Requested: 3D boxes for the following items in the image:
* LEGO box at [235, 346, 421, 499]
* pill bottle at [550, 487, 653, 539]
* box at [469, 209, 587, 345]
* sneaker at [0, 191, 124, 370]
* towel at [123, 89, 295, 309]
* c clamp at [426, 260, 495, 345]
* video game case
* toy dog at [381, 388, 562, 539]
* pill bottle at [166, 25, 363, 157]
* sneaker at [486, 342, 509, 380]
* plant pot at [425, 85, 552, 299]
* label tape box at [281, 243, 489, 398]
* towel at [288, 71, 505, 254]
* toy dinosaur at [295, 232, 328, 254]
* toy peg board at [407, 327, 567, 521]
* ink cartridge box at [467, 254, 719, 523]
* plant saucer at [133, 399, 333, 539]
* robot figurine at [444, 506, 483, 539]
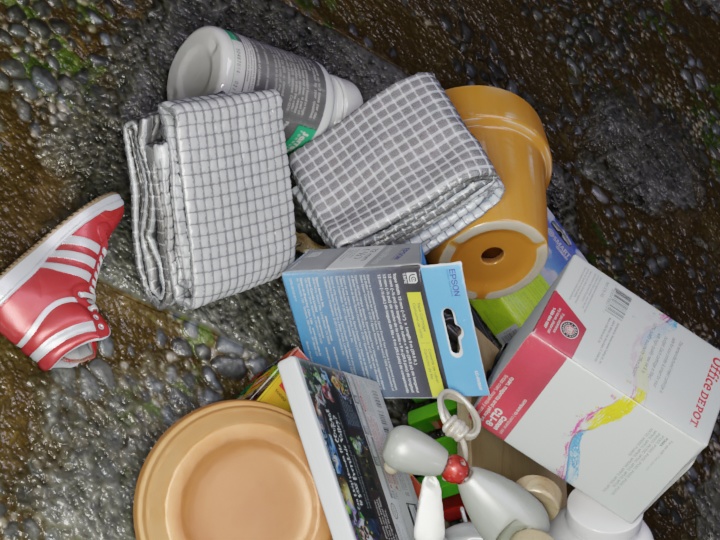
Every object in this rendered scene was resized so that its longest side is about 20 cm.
[{"bbox_3d":[-0.049,0.200,1.618,0.200,0.077,0.149,49,39,-7],"label":"LEGO box"},{"bbox_3d":[0.242,0.317,1.724,0.112,0.200,0.113,2,35,-1],"label":"pill bottle"},{"bbox_3d":[0.197,-0.001,2.042,0.122,0.048,0.200,53,38,-3],"label":"box"},{"bbox_3d":[-0.259,0.015,1.544,0.112,0.071,0.200,46,47,-4],"label":"sneaker"},{"bbox_3d":[-0.152,-0.075,1.654,0.166,0.086,0.200,-20,107,-50],"label":"towel"},{"bbox_3d":[0.081,0.024,1.883,0.171,0.027,0.200,30,23,-53],"label":"c clamp"},{"bbox_3d":[0.000,0.185,1.552,0.182,0.023,0.200,24,43,-62],"label":"video game case"},{"bbox_3d":[0.102,0.222,1.588,0.200,0.096,0.132,44,37,6],"label":"toy dog"},{"bbox_3d":[-0.101,-0.187,1.821,0.200,0.113,0.113,14,54,-39],"label":"pill bottle"},{"bbox_3d":[0.190,0.101,1.807,0.200,0.070,0.078,-46,118,-59],"label":"sneaker"},{"bbox_3d":[0.130,-0.074,1.879,0.200,0.200,0.183,23,36,-33],"label":"plant pot"},{"bbox_3d":[0.035,0.051,1.660,0.066,0.200,0.143,-43,123,-55],"label":"label tape box"},{"bbox_3d":[0.031,-0.100,1.777,0.166,0.200,0.086,59,2,32],"label":"towel"},{"bbox_3d":[0.000,0.000,1.832,0.200,0.058,0.101,12,53,-40],"label":"toy dinosaur"},{"bbox_3d":[0.133,0.201,1.812,0.199,0.098,0.200,43,37,-39],"label":"toy peg board"},{"bbox_3d":[0.241,0.119,1.654,0.200,0.145,0.145,34,41,2],"label":"ink cartridge box"},{"bbox_3d":[-0.103,0.216,1.504,0.200,0.037,0.200,3,82,-19],"label":"plant saucer"},{"bbox_3d":[0.112,0.333,1.658,0.170,0.113,0.200,50,35,-33],"label":"robot figurine"}]
